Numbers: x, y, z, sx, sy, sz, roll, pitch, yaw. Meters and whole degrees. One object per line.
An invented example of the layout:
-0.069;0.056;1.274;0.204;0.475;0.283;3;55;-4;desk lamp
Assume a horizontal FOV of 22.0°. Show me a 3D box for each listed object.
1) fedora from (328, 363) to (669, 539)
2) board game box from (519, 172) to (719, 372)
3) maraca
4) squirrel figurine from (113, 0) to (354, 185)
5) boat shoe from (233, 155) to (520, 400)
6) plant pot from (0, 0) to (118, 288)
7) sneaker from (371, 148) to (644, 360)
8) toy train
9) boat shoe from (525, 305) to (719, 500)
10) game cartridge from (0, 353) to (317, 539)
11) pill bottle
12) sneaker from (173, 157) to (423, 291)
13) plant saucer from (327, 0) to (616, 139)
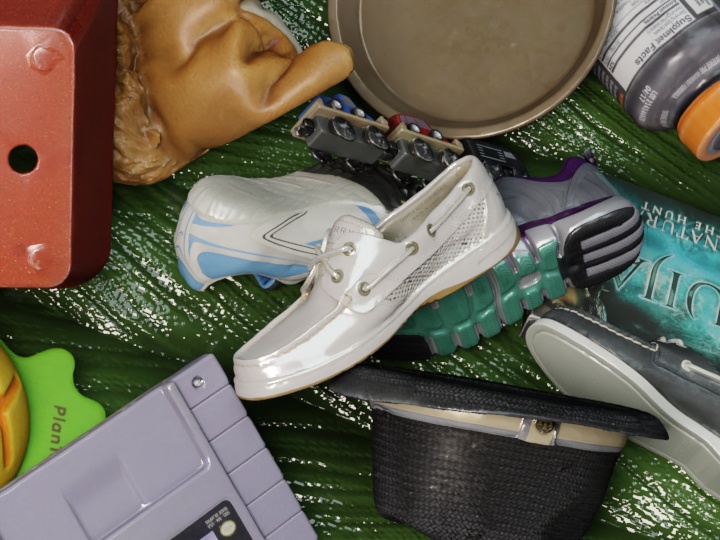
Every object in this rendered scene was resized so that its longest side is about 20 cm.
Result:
0.074;0.111;1.058;0.199;0.201;0.092;10;89;-8;fedora
0.213;0.019;1.210;0.198;0.028;0.136;20;54;-1;board game box
-0.230;0.081;1.006;0.199;0.107;0.138;17;67;-31;maraca
-0.129;-0.163;1.153;0.199;0.142;0.188;-30;100;-2;squirrel figurine
0.000;0.000;1.054;0.199;0.071;0.070;-35;113;-25;boat shoe
-0.226;-0.078;1.008;0.198;0.202;0.176;0;15;-12;plant pot
0.074;-0.011;1.163;0.198;0.075;0.088;-19;45;-6;sneaker
0.035;-0.078;1.178;0.199;0.034;0.046;12;46;-41;toy train
0.194;0.078;1.137;0.199;0.076;0.060;37;66;-3;boat shoe
-0.126;0.149;0.997;0.199;0.038;0.130;-34;94;-31;game cartridge
0.202;-0.171;1.289;0.106;0.106;0.201;-25;67;-28;pill bottle
-0.028;-0.026;1.161;0.199;0.073;0.072;-4;40;-33;sneaker
0.076;-0.183;1.256;0.198;0.029;0.202;-3;76;13;plant saucer
